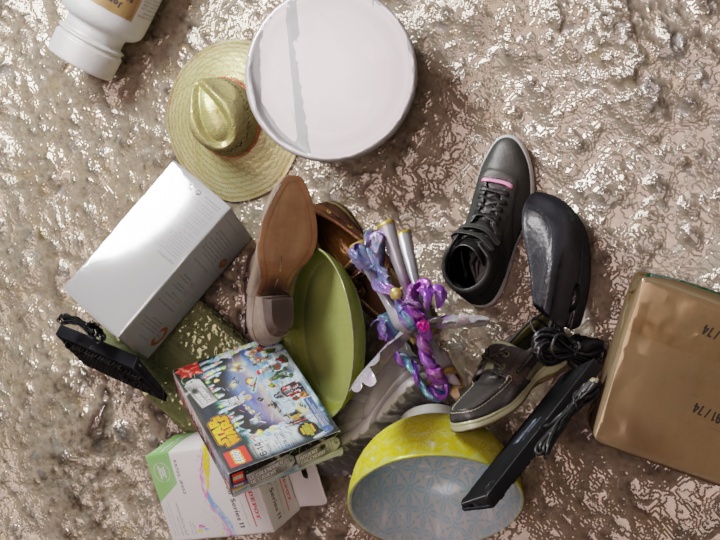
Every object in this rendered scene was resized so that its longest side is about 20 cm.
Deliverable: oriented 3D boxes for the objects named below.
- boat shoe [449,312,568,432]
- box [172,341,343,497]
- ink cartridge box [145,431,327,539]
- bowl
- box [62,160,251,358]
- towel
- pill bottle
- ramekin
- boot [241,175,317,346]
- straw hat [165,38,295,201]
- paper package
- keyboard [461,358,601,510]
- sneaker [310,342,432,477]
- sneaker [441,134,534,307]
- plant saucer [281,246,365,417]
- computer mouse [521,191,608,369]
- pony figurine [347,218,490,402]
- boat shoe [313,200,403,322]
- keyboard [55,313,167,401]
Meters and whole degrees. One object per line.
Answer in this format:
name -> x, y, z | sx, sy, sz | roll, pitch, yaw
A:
boat shoe -> 0.158, 0.107, 1.436 | 0.071, 0.200, 0.067 | -8, 109, 49
box -> -0.121, 0.162, 1.515 | 0.136, 0.040, 0.200 | -20, 38, -17
ink cartridge box -> -0.149, 0.251, 1.568 | 0.198, 0.067, 0.119 | -13, 100, 32
bowl -> 0.083, 0.217, 1.486 | 0.198, 0.201, 0.109 | -15, 48, 18
box -> -0.239, -0.010, 1.574 | 0.097, 0.124, 0.200 | 38, 83, 15
towel -> -0.235, 0.094, 1.648 | 0.199, 0.036, 0.149 | 37, 100, 16
pill bottle -> -0.305, -0.346, 1.630 | 0.114, 0.114, 0.202 | 32, 100, 16
ramekin -> -0.029, -0.223, 1.535 | 0.199, 0.094, 0.205 | 0, 89, 9
boot -> -0.106, -0.011, 1.551 | 0.069, 0.146, 0.203 | 7, 91, -17
straw hat -> -0.168, -0.187, 1.599 | 0.198, 0.085, 0.204 | 0, 90, 19
paper package -> 0.360, 0.118, 1.393 | 0.198, 0.103, 0.193 | 18, 94, 6
keyboard -> 0.186, 0.166, 1.346 | 0.021, 0.127, 0.200 | 43, 65, -2
sneaker -> 0.010, 0.169, 1.560 | 0.200, 0.074, 0.082 | -42, 44, 18
sneaker -> 0.145, -0.057, 1.486 | 0.070, 0.099, 0.203 | 14, 93, 20
plant saucer -> -0.041, 0.072, 1.531 | 0.031, 0.199, 0.203 | -4, 99, -26
computer mouse -> 0.229, 0.005, 1.451 | 0.052, 0.138, 0.203 | -18, 73, 36
pony figurine -> 0.056, 0.050, 1.425 | 0.165, 0.193, 0.202 | -25, 80, 10
boat shoe -> 0.000, -0.001, 1.551 | 0.072, 0.067, 0.200 | -45, 77, 13
keyboard -> -0.318, 0.099, 1.599 | 0.199, 0.128, 0.021 | 13, 53, 49
